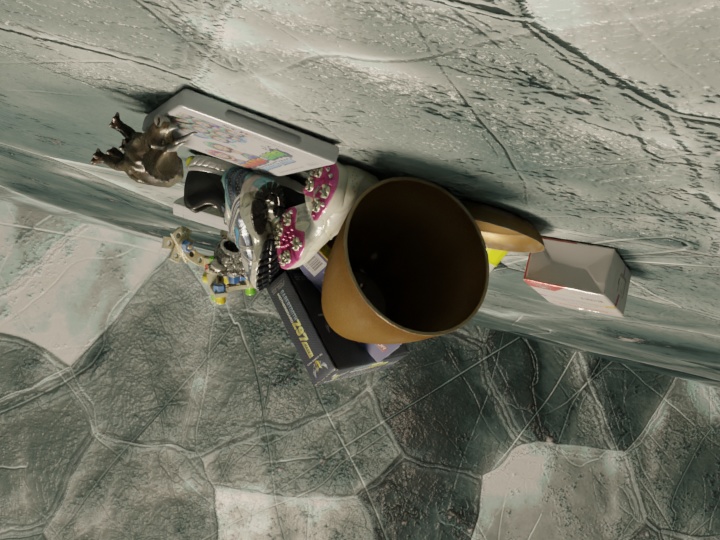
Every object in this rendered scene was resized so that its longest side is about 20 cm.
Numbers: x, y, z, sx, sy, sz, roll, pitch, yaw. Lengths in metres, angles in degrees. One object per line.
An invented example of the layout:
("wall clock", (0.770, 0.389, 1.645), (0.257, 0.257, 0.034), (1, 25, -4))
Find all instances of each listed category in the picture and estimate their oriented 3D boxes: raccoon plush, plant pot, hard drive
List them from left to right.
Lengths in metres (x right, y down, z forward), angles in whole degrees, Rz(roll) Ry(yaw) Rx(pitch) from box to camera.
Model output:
("hard drive", (-0.161, -0.087, 1.288), (0.197, 0.027, 0.132), (16, -154, 20))
("raccoon plush", (-0.147, 0.023, 1.313), (0.132, 0.203, 0.097), (-18, -177, 9))
("plant pot", (0.028, 0.015, 1.047), (0.184, 0.189, 0.200), (16, 154, -19))
("plant pot", (0.146, -0.062, 1.128), (0.196, 0.028, 0.200), (13, 174, 1))

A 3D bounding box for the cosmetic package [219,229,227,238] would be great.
("cosmetic package", (-0.174, -0.072, 1.457), (0.102, 0.074, 0.200), (14, -177, -15))

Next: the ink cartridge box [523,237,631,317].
("ink cartridge box", (0.317, 0.013, 1.229), (0.115, 0.069, 0.200), (12, 172, 27))

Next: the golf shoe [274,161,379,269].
("golf shoe", (-0.043, -0.061, 1.078), (0.090, 0.076, 0.200), (1, 151, -30))

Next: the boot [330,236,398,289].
("boot", (0.056, -0.029, 1.217), (0.210, 0.080, 0.158), (37, -164, 6))

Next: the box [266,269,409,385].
("box", (-0.029, 0.074, 1.245), (0.051, 0.159, 0.199), (-37, 161, 29))

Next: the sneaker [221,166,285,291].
("sneaker", (-0.142, -0.060, 1.160), (0.086, 0.077, 0.202), (34, 144, 27))

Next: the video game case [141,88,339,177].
("video game case", (-0.142, -0.150, 0.982), (0.180, 0.024, 0.199), (17, 174, -25))

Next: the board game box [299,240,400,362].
("board game box", (0.000, 0.000, 1.255), (0.200, 0.062, 0.200), (46, -153, -8))

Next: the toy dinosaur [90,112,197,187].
("toy dinosaur", (-0.243, -0.125, 0.994), (0.101, 0.078, 0.200), (29, 169, -1))

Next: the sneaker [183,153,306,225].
("sneaker", (-0.156, -0.099, 1.212), (0.196, 0.086, 0.074), (14, 175, -2))

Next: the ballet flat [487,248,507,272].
("ballet flat", (0.173, -0.014, 1.326), (0.066, 0.068, 0.200), (16, 174, -14))

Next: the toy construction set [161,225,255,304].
("toy construction set", (-0.248, -0.008, 1.467), (0.130, 0.094, 0.199), (-18, -143, -42))
